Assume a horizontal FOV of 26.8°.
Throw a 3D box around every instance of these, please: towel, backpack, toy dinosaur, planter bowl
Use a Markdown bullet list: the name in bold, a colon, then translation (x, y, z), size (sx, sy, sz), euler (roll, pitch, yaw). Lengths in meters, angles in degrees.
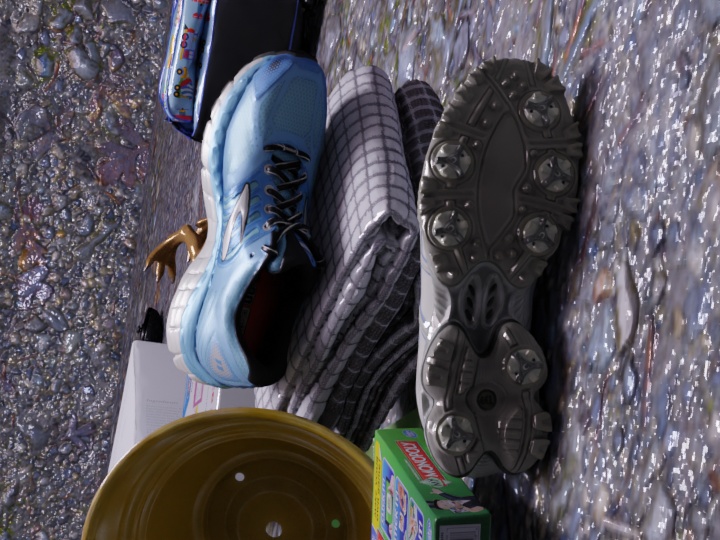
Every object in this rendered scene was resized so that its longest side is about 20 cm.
- **towel**: translation (0.000, 0.000, 0.924), size (0.166, 0.085, 0.201), euler (-101, 30, -50)
- **backpack**: translation (-0.125, -0.215, 1.490), size (0.200, 0.133, 0.184), euler (-121, 42, -74)
- **toy dinosaur**: translation (-0.082, -0.025, 0.985), size (0.106, 0.060, 0.202), euler (-3, 77, 42)
- **planter bowl**: translation (-0.056, 0.165, 0.883), size (0.083, 0.199, 0.202), euler (-58, -20, -76)

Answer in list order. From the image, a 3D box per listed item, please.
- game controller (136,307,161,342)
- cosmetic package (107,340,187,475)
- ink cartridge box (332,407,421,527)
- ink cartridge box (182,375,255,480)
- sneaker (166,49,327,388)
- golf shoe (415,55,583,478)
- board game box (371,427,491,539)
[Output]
- **game controller**: translation (-0.348, 0.161, 2.388), size (0.104, 0.042, 0.202), euler (-116, 37, -67)
- **cosmetic package**: translation (-0.182, 0.210, 1.490), size (0.200, 0.122, 0.201), euler (-108, 29, -59)
- **ink cartridge box**: translation (-0.012, 0.172, 0.970), size (0.200, 0.048, 0.147), euler (128, 148, -69)
- **ink cartridge box**: translation (-0.098, 0.128, 1.272), size (0.200, 0.084, 0.146), euler (140, 137, -69)
- **sneaker**: translation (-0.046, -0.025, 0.867), size (0.090, 0.078, 0.202), euler (17, 97, 52)
- **golf shoe**: translation (0.056, -0.002, 0.738), size (0.097, 0.078, 0.202), euler (164, 114, -82)
- **board game box**: translation (0.030, 0.195, 0.753), size (0.135, 0.029, 0.202), euler (-139, 49, -74)
